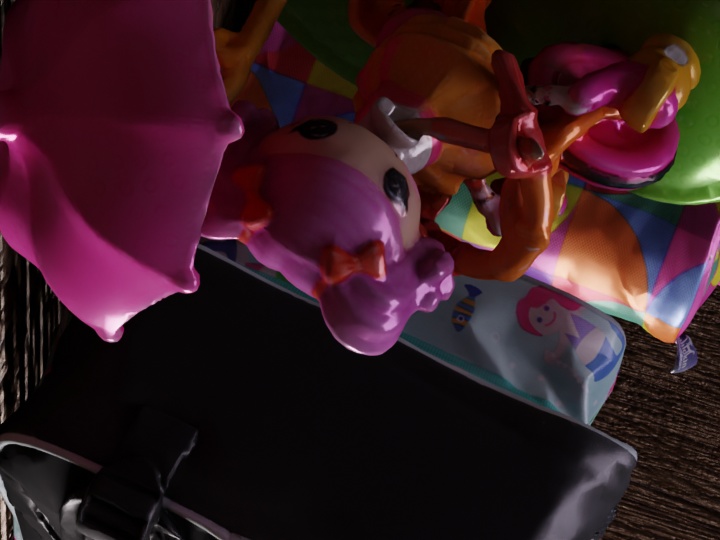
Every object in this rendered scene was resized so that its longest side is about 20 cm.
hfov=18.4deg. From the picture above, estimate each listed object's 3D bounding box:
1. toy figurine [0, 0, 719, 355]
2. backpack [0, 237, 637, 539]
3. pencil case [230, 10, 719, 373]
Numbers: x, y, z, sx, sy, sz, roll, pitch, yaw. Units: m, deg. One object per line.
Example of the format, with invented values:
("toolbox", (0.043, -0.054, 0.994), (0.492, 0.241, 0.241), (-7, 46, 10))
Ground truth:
("toy figurine", (-0.006, -0.042, 0.556), (0.184, 0.200, 0.150), (-49, 177, -43))
("backpack", (-0.016, 0.072, 0.674), (0.200, 0.177, 0.151), (103, 12, -59))
("pencil case", (0.047, -0.041, 0.794), (0.089, 0.199, 0.088), (-66, 171, 0))
